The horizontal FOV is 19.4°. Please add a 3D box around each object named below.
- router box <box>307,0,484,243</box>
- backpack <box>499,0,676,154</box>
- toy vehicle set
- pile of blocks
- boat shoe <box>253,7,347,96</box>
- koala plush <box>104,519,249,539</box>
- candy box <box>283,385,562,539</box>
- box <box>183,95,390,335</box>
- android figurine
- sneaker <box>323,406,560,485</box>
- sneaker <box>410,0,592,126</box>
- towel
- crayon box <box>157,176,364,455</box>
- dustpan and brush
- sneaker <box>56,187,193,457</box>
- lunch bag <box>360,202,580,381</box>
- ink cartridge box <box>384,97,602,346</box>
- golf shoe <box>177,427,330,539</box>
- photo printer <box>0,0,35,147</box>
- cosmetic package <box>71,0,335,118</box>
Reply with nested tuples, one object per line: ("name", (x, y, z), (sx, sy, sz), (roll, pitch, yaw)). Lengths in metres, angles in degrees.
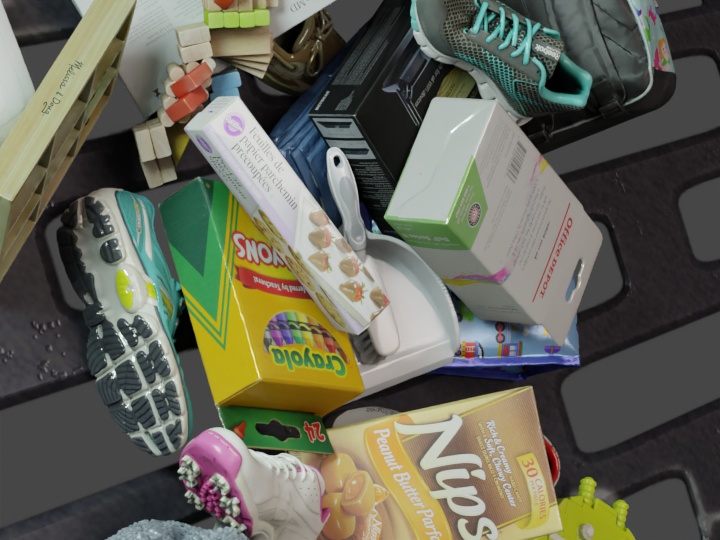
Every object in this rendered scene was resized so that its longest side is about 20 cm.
("router box", (0.056, -0.140, 1.704), (0.201, 0.052, 0.158), (-57, 133, -30))
("backpack", (0.179, -0.218, 1.864), (0.150, 0.176, 0.202), (-11, 80, -66))
("toy vehicle set", (-0.220, -0.094, 1.486), (0.026, 0.125, 0.201), (26, 57, 0))
("pile of blocks", (-0.108, -0.148, 1.552), (0.081, 0.062, 0.202), (20, 97, -12))
("boat shoe", (-0.069, -0.204, 1.696), (0.200, 0.063, 0.074), (35, 55, -36))
("koala plush", (-0.165, 0.259, 1.415), (0.198, 0.183, 0.179), (-5, 81, -32))
("candy box", (0.047, 0.167, 1.633), (0.198, 0.055, 0.117), (-12, 86, -5))
("box", (-0.053, -0.039, 1.548), (0.039, 0.041, 0.201), (-44, 112, -19))
("android figurine", (0.190, 0.280, 1.822), (0.182, 0.041, 0.201), (37, 57, -30))
("sneaker", (0.071, 0.145, 1.699), (0.200, 0.107, 0.068), (20, 65, -38))
("sneaker", (0.116, -0.182, 1.660), (0.200, 0.091, 0.078), (35, 66, -46))
("towel", (-0.006, -0.116, 1.718), (0.200, 0.048, 0.112), (-53, 139, -35))
("crayon box", (-0.069, 0.035, 1.576), (0.126, 0.051, 0.202), (10, 56, -52))
("dustpan and brush", (0.000, 0.000, 1.666), (0.139, 0.057, 0.202), (-20, 97, -19))
("sneaker", (-0.155, 0.035, 1.546), (0.079, 0.077, 0.202), (-10, 85, -53))
("lunch bag", (0.077, 0.010, 1.770), (0.198, 0.094, 0.152), (3, 77, -31))
("ink cartridge box", (0.111, -0.035, 1.688), (0.200, 0.067, 0.118), (46, 59, -43))
("golf shoe", (-0.073, 0.157, 1.516), (0.092, 0.075, 0.201), (-46, 151, -19))
("photo printer", (-0.316, -0.156, 1.448), (0.166, 0.069, 0.202), (-26, 97, -45))
("cosmetic package", (-0.120, -0.232, 1.592), (0.199, 0.052, 0.152), (-31, 101, -2))
